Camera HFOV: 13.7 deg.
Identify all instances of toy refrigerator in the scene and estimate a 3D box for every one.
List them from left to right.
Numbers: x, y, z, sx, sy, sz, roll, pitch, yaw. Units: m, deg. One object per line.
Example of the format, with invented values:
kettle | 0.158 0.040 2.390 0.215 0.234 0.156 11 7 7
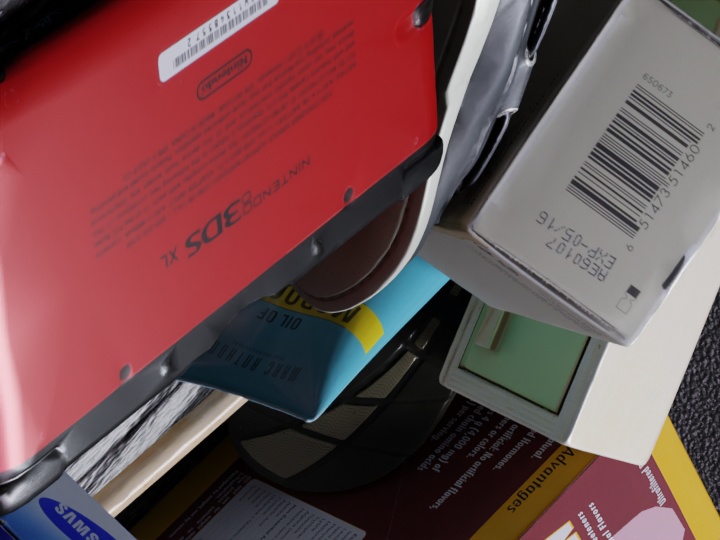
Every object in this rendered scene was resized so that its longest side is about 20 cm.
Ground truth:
toy refrigerator | 0.111 -0.028 1.248 0.070 0.076 0.201 16 97 -51

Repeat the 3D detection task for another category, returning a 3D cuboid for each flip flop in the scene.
flip flop | 0.020 0.015 1.319 0.200 0.081 0.058 -54 -176 10

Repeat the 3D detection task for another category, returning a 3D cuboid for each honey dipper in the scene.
honey dipper | -0.065 0.062 1.219 0.200 0.038 0.038 -42 170 -17

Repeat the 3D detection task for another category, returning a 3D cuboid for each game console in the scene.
game console | -0.079 -0.026 0.821 0.200 0.118 0.173 -40 137 -41

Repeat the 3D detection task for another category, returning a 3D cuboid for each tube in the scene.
tube | 0.000 0.000 1.168 0.200 0.077 0.051 -43 134 -45

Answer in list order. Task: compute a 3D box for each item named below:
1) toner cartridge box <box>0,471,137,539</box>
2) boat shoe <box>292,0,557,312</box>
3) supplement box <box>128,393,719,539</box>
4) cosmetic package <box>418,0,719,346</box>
toner cartridge box | -0.073 0.176 1.136 0.043 0.200 0.095 -38 168 -48
boat shoe | 0.021 -0.061 0.960 0.066 0.075 0.200 -27 152 -33
supplement box | 0.030 0.141 1.362 0.197 0.200 0.133 -44 126 -20
cosmetic package | 0.070 -0.040 1.057 0.104 0.073 0.200 -56 -169 -4
